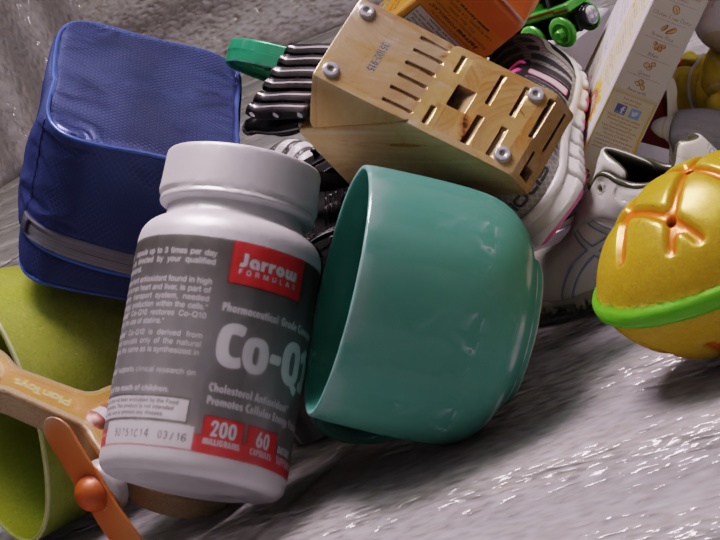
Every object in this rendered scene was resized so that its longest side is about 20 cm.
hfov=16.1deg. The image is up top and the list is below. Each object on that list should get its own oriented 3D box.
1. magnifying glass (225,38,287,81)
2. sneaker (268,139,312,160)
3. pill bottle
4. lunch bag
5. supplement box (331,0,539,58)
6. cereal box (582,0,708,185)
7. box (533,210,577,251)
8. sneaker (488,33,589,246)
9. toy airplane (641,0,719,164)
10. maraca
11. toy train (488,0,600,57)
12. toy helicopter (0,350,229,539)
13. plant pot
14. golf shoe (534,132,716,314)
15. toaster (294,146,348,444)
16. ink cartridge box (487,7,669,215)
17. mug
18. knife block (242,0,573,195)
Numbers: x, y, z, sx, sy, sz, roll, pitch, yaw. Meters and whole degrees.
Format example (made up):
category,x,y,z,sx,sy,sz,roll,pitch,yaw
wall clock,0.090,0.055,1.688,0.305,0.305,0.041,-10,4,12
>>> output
category,x,y,z,sx,sy,sz,roll,pitch,yaw
magnifying glass,-0.012,-0.126,1.662,0.199,0.023,0.079,11,-7,46
sneaker,-0.040,-0.001,1.911,0.115,0.201,0.076,2,31,-43
pill bottle,-0.085,0.031,1.522,0.113,0.201,0.114,9,-13,2
lunch bag,-0.158,-0.068,1.708,0.135,0.133,0.200,13,29,-8
supplement box,0.037,-0.154,1.727,0.200,0.069,0.067,-39,14,42
cereal box,0.192,-0.167,1.661,0.144,0.039,0.201,-75,8,-58
box,0.094,0.006,1.750,0.199,0.042,0.039,-24,11,15
sneaker,0.094,-0.103,1.642,0.074,0.087,0.200,-42,26,29
toy airplane,0.275,-0.129,1.694,0.199,0.141,0.200,-31,21,4
maraca,0.219,-0.019,1.389,0.199,0.107,0.137,-25,18,5
toy train,0.088,-0.171,1.785,0.200,0.057,0.042,-13,18,49
toy helicopter,-0.170,0.103,1.588,0.133,0.199,0.079,-69,0,-49
plant pot,-0.167,0.066,1.754,0.199,0.188,0.187,-18,6,-26
golf shoe,0.167,-0.034,1.622,0.200,0.098,0.078,-18,14,42
toaster,0.000,0.000,1.666,0.180,0.119,0.200,-28,25,13
ink cartridge box,0.102,-0.078,1.849,0.199,0.146,0.145,-19,13,34
mug,0.037,0.026,1.498,0.114,0.153,0.185,12,-9,-8
knife block,0.024,-0.082,1.579,0.064,0.199,0.176,-59,-12,-23
